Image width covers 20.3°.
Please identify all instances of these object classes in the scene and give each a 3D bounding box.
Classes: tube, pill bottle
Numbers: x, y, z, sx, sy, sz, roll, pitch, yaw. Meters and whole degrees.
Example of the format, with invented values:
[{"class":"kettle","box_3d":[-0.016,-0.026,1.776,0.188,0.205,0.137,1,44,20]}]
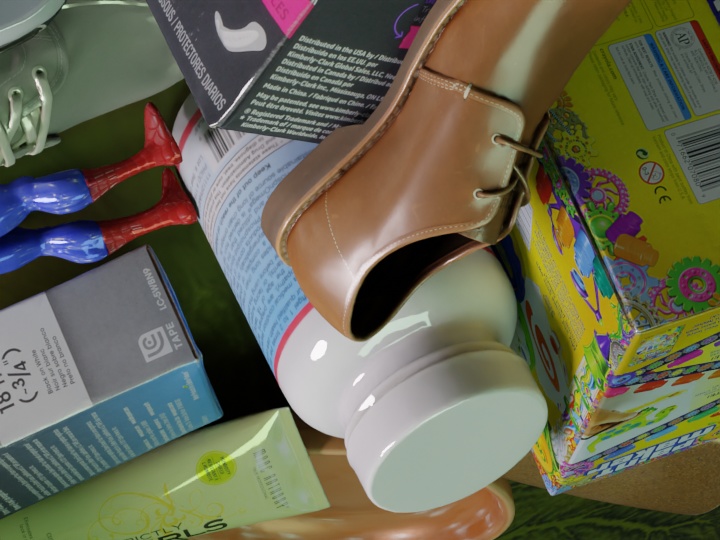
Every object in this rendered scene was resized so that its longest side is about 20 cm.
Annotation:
[{"class":"tube","box_3d":[-0.121,0.117,1.030,0.199,0.052,0.058,-13,172,7]},{"class":"pill bottle","box_3d":[0.000,0.000,0.869,0.108,0.200,0.109,-19,147,-13]}]

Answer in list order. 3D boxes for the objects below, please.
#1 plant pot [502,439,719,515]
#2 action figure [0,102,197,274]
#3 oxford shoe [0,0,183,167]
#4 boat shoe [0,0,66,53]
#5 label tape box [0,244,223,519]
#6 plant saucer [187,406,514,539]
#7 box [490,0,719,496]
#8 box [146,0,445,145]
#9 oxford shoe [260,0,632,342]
[{"class":"plant pot","box_3d":[0.080,0.028,1.020,0.199,0.187,0.187,4,138,-19]},{"class":"action figure","box_3d":[-0.172,-0.011,0.863,0.200,0.052,0.066,-24,144,-13]},{"class":"oxford shoe","box_3d":[-0.150,-0.064,0.800,0.199,0.058,0.075,-16,144,-22]},{"class":"boat shoe","box_3d":[-0.199,-0.087,0.727,0.199,0.070,0.066,-19,175,-4]},{"class":"label tape box","box_3d":[-0.169,0.072,0.933,0.199,0.063,0.144,-25,166,-6]},{"class":"plant saucer","box_3d":[-0.014,0.120,1.120,0.199,0.038,0.200,1,155,1]},{"class":"box","box_3d":[0.112,-0.039,0.866,0.122,0.200,0.193,-17,159,-13]},{"class":"box","box_3d":[0.014,-0.154,0.736,0.106,0.122,0.200,6,134,-44]},{"class":"oxford shoe","box_3d":[0.047,-0.052,0.728,0.071,0.071,0.200,8,132,-45]}]
